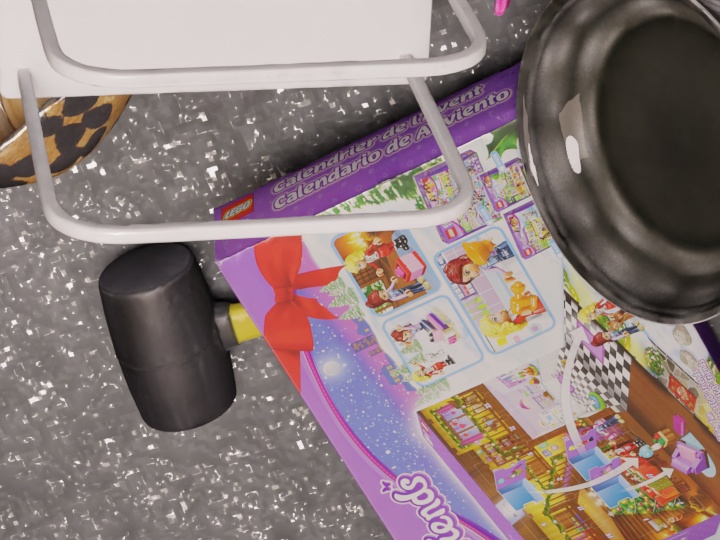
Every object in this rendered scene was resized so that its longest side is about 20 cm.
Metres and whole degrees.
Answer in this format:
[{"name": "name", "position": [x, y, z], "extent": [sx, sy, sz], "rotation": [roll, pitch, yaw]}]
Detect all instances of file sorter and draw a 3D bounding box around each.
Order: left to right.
[{"name": "file sorter", "position": [-0.033, -0.124, 0.862], "extent": [0.138, 0.125, 0.201], "rotation": [-3, 118, -11]}]

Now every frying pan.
[{"name": "frying pan", "position": [0.118, -0.039, 0.921], "extent": [0.189, 0.031, 0.116], "rotation": [3, 107, 50]}]

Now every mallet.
[{"name": "mallet", "position": [0.000, 0.000, 1.089], "extent": [0.199, 0.041, 0.066], "rotation": [-19, 117, 13]}]

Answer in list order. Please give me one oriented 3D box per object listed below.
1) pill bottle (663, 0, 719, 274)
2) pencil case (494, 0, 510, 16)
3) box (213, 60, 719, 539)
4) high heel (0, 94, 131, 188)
[{"name": "pill bottle", "position": [0.154, -0.092, 0.972], "extent": [0.113, 0.114, 0.201], "rotation": [4, 118, 6]}, {"name": "pencil case", "position": [0.017, -0.183, 0.963], "extent": [0.088, 0.088, 0.200], "rotation": [-33, 106, 22]}, {"name": "box", "position": [0.053, 0.032, 1.069], "extent": [0.136, 0.039, 0.200], "rotation": [-25, 121, 11]}, {"name": "high heel", "position": [-0.082, -0.114, 0.944], "extent": [0.071, 0.143, 0.200], "rotation": [33, 146, 17]}]
